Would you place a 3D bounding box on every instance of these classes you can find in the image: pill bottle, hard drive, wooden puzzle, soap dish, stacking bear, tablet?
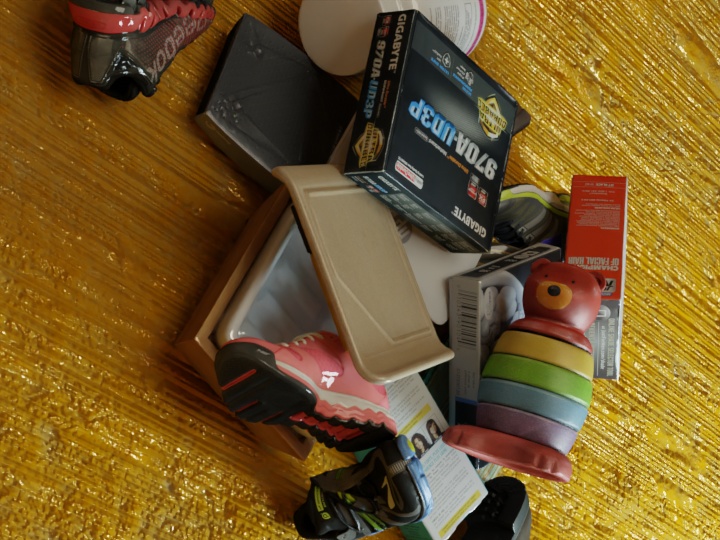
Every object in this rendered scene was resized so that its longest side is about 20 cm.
[{"bbox_3d":[0.031,-0.244,1.585,0.200,0.113,0.114,-22,97,-58],"label":"pill bottle"},{"bbox_3d":[-0.061,-0.129,1.516,0.200,0.042,0.135,37,54,-30],"label":"hard drive"},{"bbox_3d":[0.000,0.000,1.411,0.200,0.037,0.185,65,22,6],"label":"wooden puzzle"},{"bbox_3d":[-0.067,0.043,1.446,0.157,0.081,0.200,51,48,-27],"label":"soap dish"},{"bbox_3d":[0.171,0.088,1.544,0.114,0.121,0.200,37,69,-65],"label":"stacking bear"},{"bbox_3d":[0.043,-0.056,1.549,0.200,0.014,0.130,43,62,-29],"label":"tablet"}]

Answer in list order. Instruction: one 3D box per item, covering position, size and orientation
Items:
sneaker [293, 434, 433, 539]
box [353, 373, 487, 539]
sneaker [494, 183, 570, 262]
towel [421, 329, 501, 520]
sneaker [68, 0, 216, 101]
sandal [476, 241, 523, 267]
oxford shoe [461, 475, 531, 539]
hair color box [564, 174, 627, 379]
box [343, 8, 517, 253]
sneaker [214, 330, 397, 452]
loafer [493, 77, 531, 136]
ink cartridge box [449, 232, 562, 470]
[{"bbox_3d":[0.000,0.197,1.404,0.083,0.200,0.071,-13,75,-29],"label":"sneaker"},{"bbox_3d":[0.037,0.158,1.547,0.082,0.049,0.200,-42,112,-31],"label":"box"},{"bbox_3d":[0.170,-0.045,1.736,0.200,0.074,0.081,5,78,-51],"label":"sneaker"},{"bbox_3d":[0.117,0.134,1.676,0.147,0.022,0.200,55,46,-22],"label":"towel"},{"bbox_3d":[-0.186,-0.195,1.382,0.200,0.071,0.098,-32,137,-66],"label":"sneaker"},{"bbox_3d":[0.099,-0.006,1.653,0.200,0.082,0.055,6,93,-49],"label":"sandal"},{"bbox_3d":[0.118,0.302,1.599,0.200,0.073,0.085,-51,137,-33],"label":"oxford shoe"},{"bbox_3d":[0.242,0.004,1.698,0.200,0.064,0.111,-78,167,-49],"label":"hair color box"},{"bbox_3d":[0.068,-0.124,1.506,0.200,0.046,0.159,34,63,-50],"label":"box"},{"bbox_3d":[-0.049,0.085,1.357,0.200,0.074,0.087,30,45,-44],"label":"sneaker"},{"bbox_3d":[0.095,-0.139,1.669,0.071,0.073,0.200,57,40,-2],"label":"loafer"},{"bbox_3d":[0.161,0.078,1.650,0.200,0.043,0.199,-21,116,-48],"label":"ink cartridge box"}]
